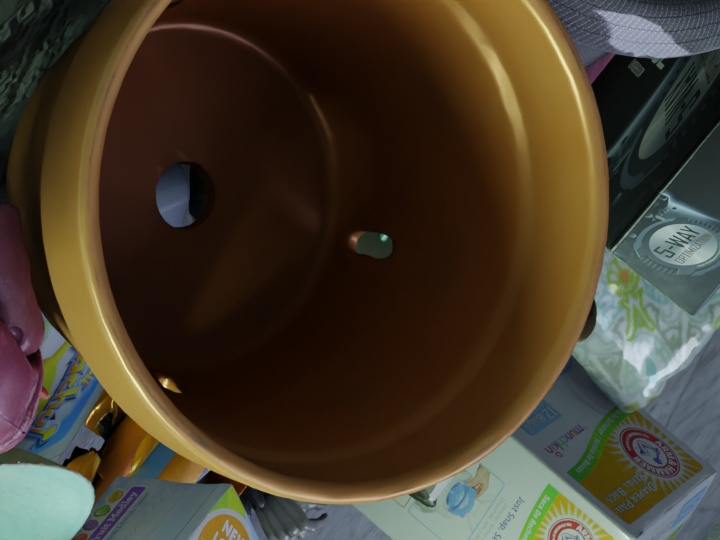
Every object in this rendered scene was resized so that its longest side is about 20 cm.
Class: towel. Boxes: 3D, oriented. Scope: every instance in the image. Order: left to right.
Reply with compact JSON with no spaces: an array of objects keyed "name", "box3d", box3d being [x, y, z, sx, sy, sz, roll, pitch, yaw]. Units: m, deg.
[{"name":"towel","box3d":[0.158,-0.051,1.521,0.200,0.171,0.048,-46,-159,-12]}]

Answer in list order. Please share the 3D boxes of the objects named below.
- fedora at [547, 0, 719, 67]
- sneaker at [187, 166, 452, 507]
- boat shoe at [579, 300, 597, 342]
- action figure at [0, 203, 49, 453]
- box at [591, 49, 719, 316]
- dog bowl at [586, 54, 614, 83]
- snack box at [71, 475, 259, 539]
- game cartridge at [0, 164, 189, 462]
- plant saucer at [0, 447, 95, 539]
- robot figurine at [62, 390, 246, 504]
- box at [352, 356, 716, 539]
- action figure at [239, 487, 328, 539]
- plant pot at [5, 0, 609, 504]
[{"name":"fedora","box3d":[0.071,-0.134,1.085,0.200,0.177,0.090,-38,172,-48]},{"name":"sneaker","box3d":[0.000,0.000,1.164,0.089,0.077,0.200,-46,129,-21]},{"name":"boat shoe","box3d":[0.061,-0.010,1.371,0.066,0.072,0.201,-35,-152,13]},{"name":"action figure","box3d":[-0.140,0.017,0.912,0.134,0.149,0.200,-56,151,-2]},{"name":"box","box3d":[0.151,-0.078,1.158,0.160,0.044,0.200,-51,-168,9]},{"name":"dog bowl","box3d":[0.050,-0.079,1.247,0.200,0.074,0.200,-51,177,-4]},{"name":"snack box","box3d":[-0.078,0.209,1.127,0.169,0.068,0.200,-51,130,-40]},{"name":"game cartridge","box3d":[-0.141,0.039,1.140,0.133,0.040,0.200,-33,158,-55]},{"name":"plant saucer","box3d":[-0.196,0.102,1.045,0.201,0.039,0.201,-21,161,-8]},{"name":"robot figurine","box3d":[-0.102,0.090,1.237,0.200,0.058,0.145,-53,-154,-2]},{"name":"box","box3d":[0.072,0.099,1.548,0.112,0.200,0.101,-26,152,-55]},{"name":"action figure","box3d":[-0.021,0.063,1.401,0.119,0.102,0.200,-41,167,11]},{"name":"plant pot","box3d":[-0.035,-0.025,0.996,0.200,0.200,0.140,-43,-158,-22]}]
